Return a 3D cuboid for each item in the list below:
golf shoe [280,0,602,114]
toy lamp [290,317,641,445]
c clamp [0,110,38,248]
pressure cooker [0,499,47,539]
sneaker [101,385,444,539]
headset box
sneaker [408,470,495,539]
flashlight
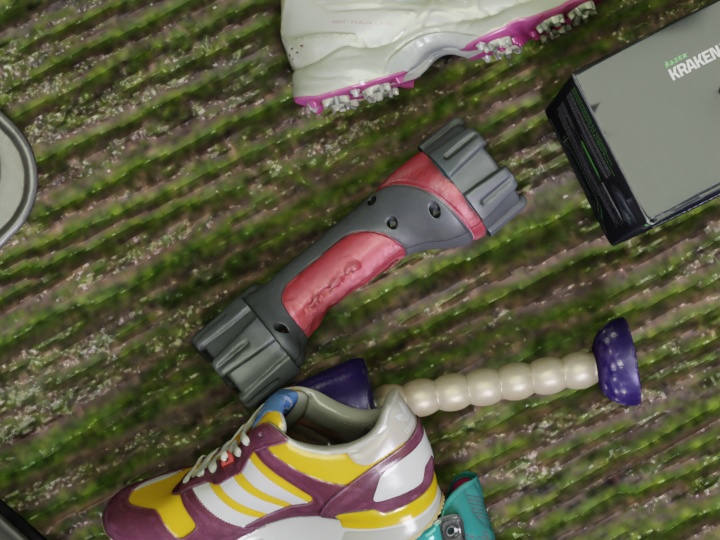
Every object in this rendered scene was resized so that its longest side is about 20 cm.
[{"bbox_3d":[0.047,-0.157,1.689,0.199,0.075,0.092,-18,84,-3],"label":"golf shoe"},{"bbox_3d":[0.057,0.067,1.684,0.199,0.058,0.059,-11,87,-3],"label":"toy lamp"},{"bbox_3d":[-0.292,-0.043,1.697,0.200,0.027,0.171,-39,88,-2],"label":"c clamp"},{"bbox_3d":[-0.239,0.206,1.610,0.200,0.179,0.176,41,90,0],"label":"pressure cooker"},{"bbox_3d":[-0.056,0.106,1.641,0.199,0.075,0.090,-8,119,16],"label":"sneaker"},{"bbox_3d":[0.203,-0.097,1.624,0.174,0.200,0.093,-27,87,-3],"label":"headset box"},{"bbox_3d":[0.073,0.176,1.669,0.199,0.084,0.121,3,96,0],"label":"sneaker"},{"bbox_3d":[0.000,0.000,1.682,0.200,0.068,0.068,-41,91,-4],"label":"flashlight"}]
